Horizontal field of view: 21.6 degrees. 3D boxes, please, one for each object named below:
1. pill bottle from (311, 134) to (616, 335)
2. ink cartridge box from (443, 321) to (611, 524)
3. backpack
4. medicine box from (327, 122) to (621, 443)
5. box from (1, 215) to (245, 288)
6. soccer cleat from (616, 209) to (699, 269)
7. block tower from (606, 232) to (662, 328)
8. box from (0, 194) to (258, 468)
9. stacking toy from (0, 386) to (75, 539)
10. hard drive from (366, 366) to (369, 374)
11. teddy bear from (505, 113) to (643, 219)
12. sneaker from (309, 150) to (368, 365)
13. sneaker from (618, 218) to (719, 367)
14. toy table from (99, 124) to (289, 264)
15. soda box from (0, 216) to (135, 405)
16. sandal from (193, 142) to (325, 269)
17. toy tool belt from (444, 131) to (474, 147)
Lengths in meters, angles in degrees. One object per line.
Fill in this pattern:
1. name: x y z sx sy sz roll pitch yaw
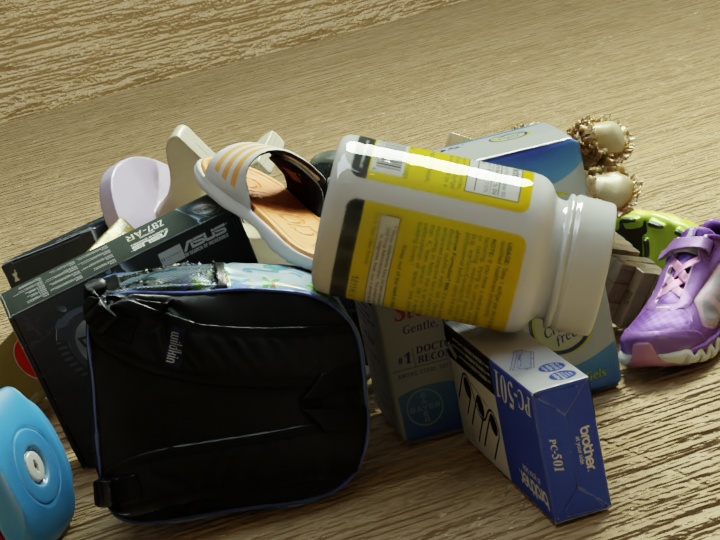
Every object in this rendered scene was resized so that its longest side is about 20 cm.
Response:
1. pill bottle: 0.072 -0.021 1.320 0.199 0.115 0.114 12 17 2
2. ink cartridge box: 0.113 0.097 1.317 0.044 0.095 0.200 -15 16 -11
3. backpack: -0.096 0.080 1.381 0.199 0.184 0.147 -3 13 -4
4. medicine box: 0.088 0.006 1.459 0.181 0.201 0.103 -15 15 -8
5. box: -0.228 -0.008 1.891 0.148 0.108 0.200 -17 8 42
6. soccer cleat: 0.249 -0.032 1.734 0.199 0.065 0.083 3 19 46
7. block tower: 0.176 -0.025 1.611 0.054 0.058 0.200 6 25 -40
8. box: -0.169 0.048 1.524 0.199 0.161 0.044 -26 32 -10
9. stacking toy: -0.322 0.178 1.406 0.199 0.117 0.110 -22 11 18
10. hard drive: -0.049 0.080 1.639 0.131 0.026 0.200 -6 16 23
11. teddy bear: 0.141 -0.062 1.576 0.199 0.145 0.067 -31 -31 10
12. sneaker: 0.000 0.000 1.527 0.076 0.200 0.115 6 49 30
13. sneaker: 0.264 0.014 1.509 0.080 0.089 0.200 2 21 38
14. toy table: -0.139 -0.046 1.790 0.117 0.200 0.185 -28 39 39
15. soda box: -0.255 0.043 1.663 0.200 0.064 0.068 -43 7 34
16. sandal: -0.056 -0.060 1.451 0.079 0.060 0.207 6 20 -34
17. toy tool belt: 0.034 -0.075 1.945 0.199 0.124 0.125 -6 16 24
